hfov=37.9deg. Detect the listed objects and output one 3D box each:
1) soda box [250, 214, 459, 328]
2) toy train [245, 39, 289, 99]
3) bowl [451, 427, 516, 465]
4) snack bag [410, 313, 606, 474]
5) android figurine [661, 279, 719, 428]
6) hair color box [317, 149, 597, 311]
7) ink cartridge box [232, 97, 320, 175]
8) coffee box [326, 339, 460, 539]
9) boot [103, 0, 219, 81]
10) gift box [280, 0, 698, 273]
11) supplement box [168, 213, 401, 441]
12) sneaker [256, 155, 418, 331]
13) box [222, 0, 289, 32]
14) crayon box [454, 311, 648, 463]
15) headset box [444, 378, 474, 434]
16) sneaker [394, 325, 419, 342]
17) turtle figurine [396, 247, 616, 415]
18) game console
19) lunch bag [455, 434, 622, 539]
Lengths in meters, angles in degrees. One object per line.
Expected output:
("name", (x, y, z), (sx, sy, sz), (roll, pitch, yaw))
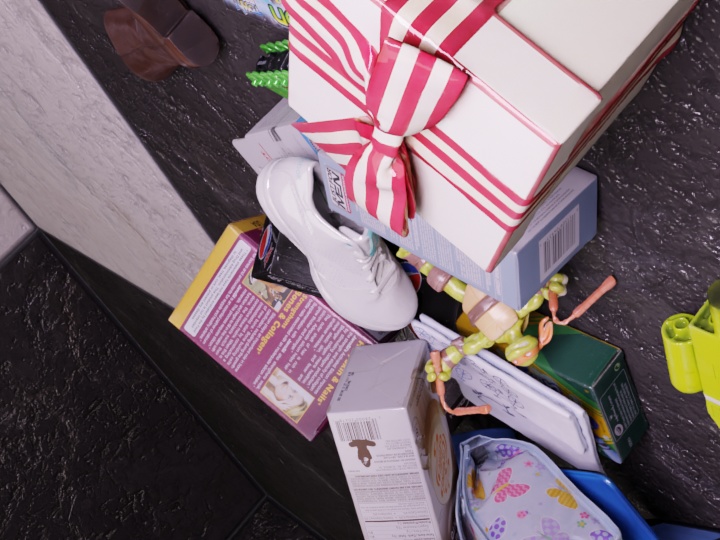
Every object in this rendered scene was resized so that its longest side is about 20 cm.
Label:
("soda box", (0.000, 0.000, 1.010), (0.197, 0.072, 0.063), (17, 171, -20))
("toy train", (-0.052, -0.165, 0.879), (0.056, 0.042, 0.200), (28, -179, -19))
("bowl", (0.104, 0.237, 1.291), (0.201, 0.197, 0.040), (104, 154, -69))
("snack bag", (0.146, 0.128, 1.015), (0.187, 0.022, 0.200), (30, 165, 30))
("android figurine", (0.303, 0.091, 0.757), (0.181, 0.041, 0.201), (27, 154, 40))
("hair color box", (0.072, -0.060, 0.805), (0.199, 0.099, 0.061), (31, 148, 35))
("ink cartridge box", (-0.031, -0.109, 0.979), (0.116, 0.067, 0.199), (49, 161, -21))
("coffee box", (0.040, 0.183, 0.993), (0.078, 0.115, 0.203), (-7, 116, 18))
("boot", (-0.239, -0.275, 1.080), (0.187, 0.064, 0.199), (54, 164, -22))
("gift box", (0.052, -0.129, 0.567), (0.199, 0.187, 0.185), (37, 161, 14))
("supplement box", (-0.077, 0.055, 1.094), (0.199, 0.132, 0.103), (40, -163, 8))
("sneaker", (-0.006, -0.019, 0.918), (0.200, 0.076, 0.088), (47, 153, -24))
("box", (-0.054, -0.232, 0.807), (0.199, 0.035, 0.111), (29, 157, 39))
("crayon box", (0.173, 0.095, 1.021), (0.199, 0.052, 0.126), (26, 156, 44))
("headset box", (0.048, 0.130, 1.322), (0.199, 0.077, 0.149), (39, 162, 8))
("sneaker", (0.041, 0.057, 1.168), (0.077, 0.082, 0.201), (15, 146, 55))
("turtle figurine", (0.115, 0.018, 0.907), (0.200, 0.064, 0.162), (-42, 76, 32))
("game console", (0.273, 0.237, 1.057), (0.200, 0.168, 0.120), (162, 98, -70))
("lunch bag", (0.168, 0.275, 1.019), (0.200, 0.126, 0.171), (49, 164, 53))
